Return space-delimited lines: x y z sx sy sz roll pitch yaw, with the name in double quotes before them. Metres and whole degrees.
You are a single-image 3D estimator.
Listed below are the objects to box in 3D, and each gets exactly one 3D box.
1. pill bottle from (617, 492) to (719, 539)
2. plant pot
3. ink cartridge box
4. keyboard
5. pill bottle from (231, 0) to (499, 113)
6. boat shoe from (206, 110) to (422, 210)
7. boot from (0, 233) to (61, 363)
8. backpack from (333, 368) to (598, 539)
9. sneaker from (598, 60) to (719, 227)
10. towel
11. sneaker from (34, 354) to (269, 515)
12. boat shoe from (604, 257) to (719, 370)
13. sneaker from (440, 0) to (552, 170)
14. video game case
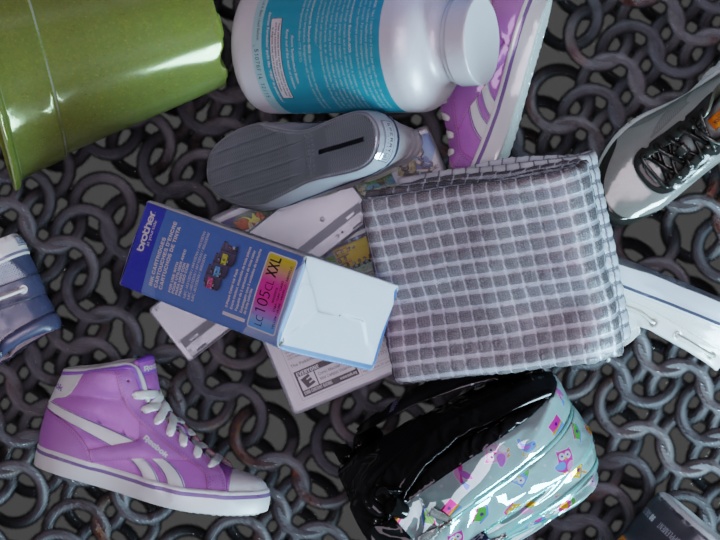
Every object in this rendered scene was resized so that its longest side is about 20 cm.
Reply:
"pill bottle" 0.225 0.290 1.552 0.106 0.106 0.200 40 93 -2
"plant pot" -0.212 -0.185 1.501 0.190 0.200 0.201 -16 94 -11
"ink cartridge box" -0.090 0.007 1.469 0.200 0.136 0.076 21 92 35
"keyboard" -0.082 -0.006 1.565 0.200 0.011 0.056 -38 87 3
"pill bottle" 0.006 -0.180 1.486 0.200 0.111 0.111 3 94 28
"boat shoe" -0.037 -0.085 1.525 0.200 0.067 0.074 -3 83 42
"boot" -0.352 0.054 1.558 0.200 0.073 0.090 -28 87 2
"backpack" 0.091 0.162 1.532 0.200 0.167 0.127 -31 112 -1
"sneaker" 0.270 -0.112 1.539 0.200 0.079 0.074 -40 94 4
"towel" 0.102 0.001 1.484 0.200 0.086 0.166 -9 105 20
"sneaker" -0.163 0.133 1.557 0.200 0.073 0.115 16 91 0
"boat shoe" 0.216 0.036 1.558 0.202 0.075 0.086 21 97 -10
"sneaker" 0.079 -0.145 1.549 0.114 0.073 0.201 16 88 8
"video game case" 0.000 0.000 1.578 0.200 0.022 0.183 -23 93 3
